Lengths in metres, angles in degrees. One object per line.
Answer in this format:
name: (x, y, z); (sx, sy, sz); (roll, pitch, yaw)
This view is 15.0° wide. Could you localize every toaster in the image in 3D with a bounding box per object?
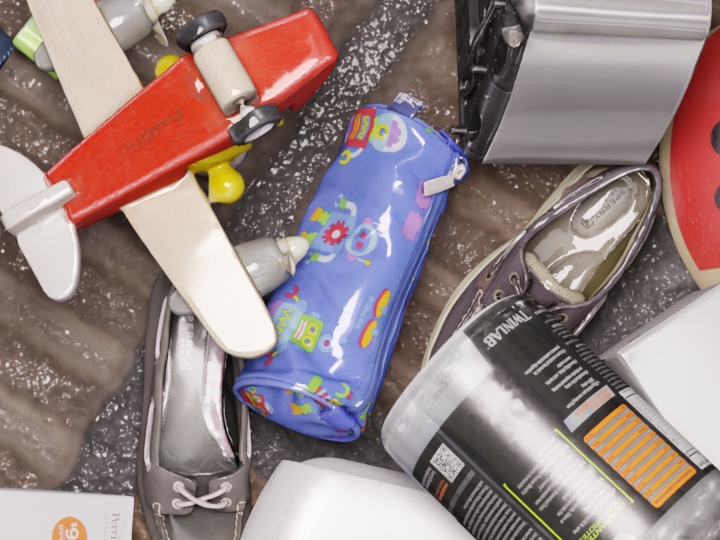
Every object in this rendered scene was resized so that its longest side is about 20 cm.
toaster: (0.117, -0.162, 1.541); (0.119, 0.181, 0.200); (3, 63, -7)

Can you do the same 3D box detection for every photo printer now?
photo printer: (0.021, 0.201, 1.585); (0.200, 0.069, 0.166); (14, 85, -4)

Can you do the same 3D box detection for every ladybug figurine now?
ladybug figurine: (0.248, -0.061, 1.622); (0.136, 0.072, 0.200); (-10, 86, -4)

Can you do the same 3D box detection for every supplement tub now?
supplement tub: (0.119, 0.119, 1.514); (0.123, 0.123, 0.200); (-44, 76, -6)

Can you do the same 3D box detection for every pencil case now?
pencil case: (0.000, 0.000, 1.581); (0.078, 0.087, 0.200); (37, 70, -44)

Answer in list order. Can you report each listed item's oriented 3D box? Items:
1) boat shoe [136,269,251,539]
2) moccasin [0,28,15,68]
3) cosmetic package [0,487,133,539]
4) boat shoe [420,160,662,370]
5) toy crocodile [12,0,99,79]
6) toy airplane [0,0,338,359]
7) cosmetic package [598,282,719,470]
boat shoe: (-0.097, 0.090, 1.593); (0.067, 0.057, 0.200); (-2, 86, -6)
moccasin: (-0.263, -0.057, 1.592); (0.068, 0.080, 0.200); (40, 99, -6)
cosmetic package: (-0.208, 0.223, 1.544); (0.151, 0.052, 0.200); (6, 85, -40)
boat shoe: (0.107, 0.009, 1.610); (0.072, 0.065, 0.200); (42, 85, -1)
toy crocodile: (-0.128, -0.197, 1.611); (0.068, 0.062, 0.200); (44, 85, 0)
toy airplane: (-0.114, -0.066, 1.547); (0.199, 0.141, 0.200); (14, 98, 20)
cosmetic package: (0.226, 0.112, 1.591); (0.085, 0.108, 0.200); (-32, 90, -6)
